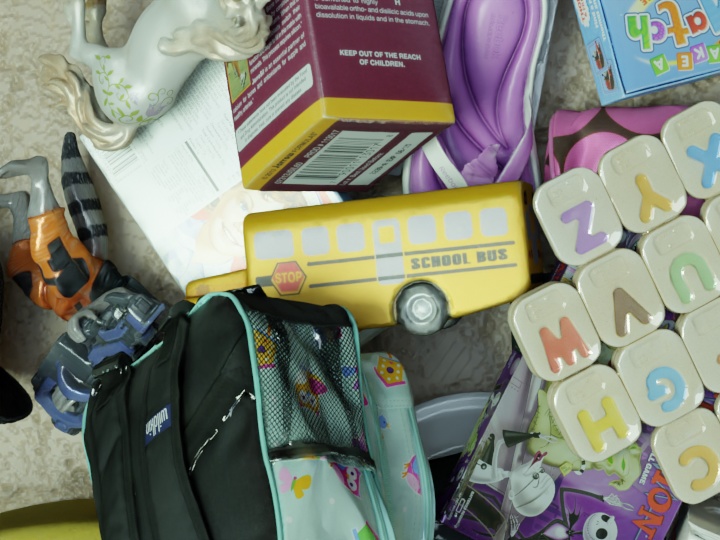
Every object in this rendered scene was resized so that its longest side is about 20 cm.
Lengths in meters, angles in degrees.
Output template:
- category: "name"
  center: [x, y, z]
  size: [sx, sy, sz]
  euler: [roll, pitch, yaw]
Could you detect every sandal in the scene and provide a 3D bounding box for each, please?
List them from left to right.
- category: "sandal"
  center: [0.066, -0.081, 1.114]
  size: [0.082, 0.050, 0.203]
  euler: [2, 105, 3]

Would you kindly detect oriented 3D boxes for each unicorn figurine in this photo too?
- category: "unicorn figurine"
  center: [-0.109, -0.144, 1.096]
  size: [0.138, 0.074, 0.200]
  euler: [61, 139, 28]

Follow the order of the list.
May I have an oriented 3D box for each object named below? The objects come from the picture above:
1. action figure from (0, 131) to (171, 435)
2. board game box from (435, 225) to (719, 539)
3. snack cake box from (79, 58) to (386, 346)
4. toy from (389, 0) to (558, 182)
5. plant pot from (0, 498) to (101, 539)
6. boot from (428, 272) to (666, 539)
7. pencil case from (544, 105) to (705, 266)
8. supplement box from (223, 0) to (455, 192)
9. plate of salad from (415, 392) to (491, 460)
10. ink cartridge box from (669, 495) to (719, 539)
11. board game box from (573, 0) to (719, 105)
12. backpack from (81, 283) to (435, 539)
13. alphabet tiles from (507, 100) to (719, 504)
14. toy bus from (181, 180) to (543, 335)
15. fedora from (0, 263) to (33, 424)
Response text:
- category: "action figure"
  center: [-0.147, 0.013, 1.159]
  size: [0.105, 0.200, 0.194]
  euler: [-39, 94, -32]
- category: "board game box"
  center: [0.136, 0.074, 1.068]
  size: [0.120, 0.032, 0.200]
  euler: [28, 85, -12]
- category: "snack cake box"
  center: [-0.063, -0.032, 1.171]
  size: [0.115, 0.067, 0.200]
  euler: [-34, 86, 9]
- category: "toy"
  center: [0.060, -0.152, 1.154]
  size: [0.115, 0.047, 0.201]
  euler: [12, 100, 9]
- category: "plant pot"
  center: [-0.177, 0.229, 1.149]
  size: [0.199, 0.194, 0.196]
  euler: [-20, 89, -1]
- category: "boot"
  center: [0.096, 0.082, 1.113]
  size: [0.198, 0.073, 0.163]
  euler: [6, 84, -3]
- category: "pencil case"
  center: [0.206, -0.045, 1.114]
  size: [0.199, 0.091, 0.094]
  euler: [-1, 62, 11]
- category: "supplement box"
  center: [-0.023, -0.156, 1.099]
  size: [0.085, 0.110, 0.201]
  euler: [0, 72, -29]
- category: "plate of salad"
  center: [0.072, 0.173, 1.166]
  size: [0.199, 0.048, 0.201]
  euler: [0, 88, -1]
- category: "ink cartridge box"
  center: [0.191, 0.239, 1.098]
  size: [0.083, 0.147, 0.201]
  euler: [19, 96, 8]
- category: "board game box"
  center: [0.181, -0.208, 1.102]
  size: [0.151, 0.037, 0.201]
  euler: [-15, 89, -20]
- category: "backpack"
  center: [-0.053, 0.132, 1.021]
  size: [0.176, 0.153, 0.201]
  euler: [-34, 51, 41]
- category: "alphabet tiles"
  center: [0.185, 0.018, 1.050]
  size: [0.200, 0.015, 0.196]
  euler: [-27, 97, -7]
- category: "toy bus"
  center: [0.000, 0.000, 1.092]
  size: [0.199, 0.065, 0.079]
  euler: [-6, 90, 13]
- category: "fedora"
  center: [-0.265, 0.018, 1.142]
  size: [0.200, 0.201, 0.092]
  euler: [24, 95, 8]
